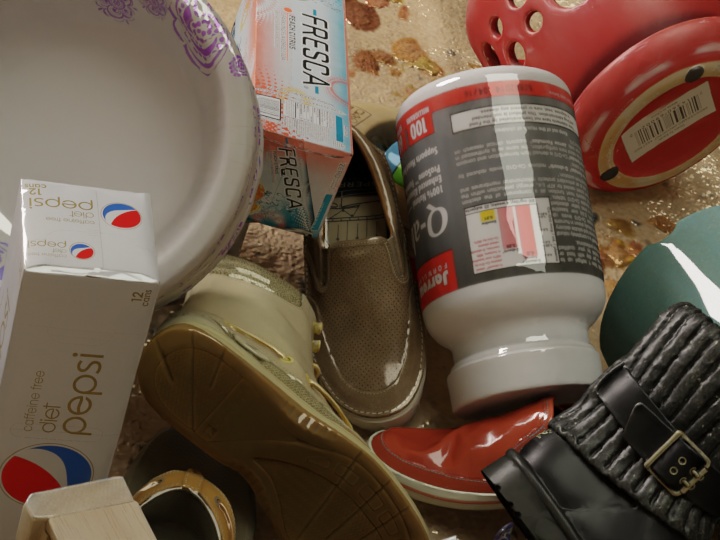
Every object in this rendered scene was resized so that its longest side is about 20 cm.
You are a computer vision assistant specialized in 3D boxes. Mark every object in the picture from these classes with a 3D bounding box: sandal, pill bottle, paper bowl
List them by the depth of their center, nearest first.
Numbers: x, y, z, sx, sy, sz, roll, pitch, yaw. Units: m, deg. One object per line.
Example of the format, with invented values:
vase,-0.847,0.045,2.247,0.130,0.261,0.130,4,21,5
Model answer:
sandal,-0.100,0.142,0.774,0.080,0.054,0.200,24,32,1
paper bowl,-0.152,-0.070,0.816,0.200,0.201,0.104,25,-3,4
pill bottle,0.090,-0.015,0.936,0.115,0.116,0.201,1,72,-26

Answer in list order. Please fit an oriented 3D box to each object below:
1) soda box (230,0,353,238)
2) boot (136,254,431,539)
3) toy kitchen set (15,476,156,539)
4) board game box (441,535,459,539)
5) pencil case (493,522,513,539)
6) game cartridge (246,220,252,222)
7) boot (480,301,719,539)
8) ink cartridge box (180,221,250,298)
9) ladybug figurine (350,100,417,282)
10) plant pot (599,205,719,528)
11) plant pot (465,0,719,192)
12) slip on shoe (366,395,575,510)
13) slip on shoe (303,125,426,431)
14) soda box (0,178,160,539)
soda box,-0.046,-0.112,0.933,0.063,0.069,0.201,15,39,-14
boot,-0.035,0.082,0.863,0.200,0.073,0.156,42,15,-11
toy kitchen set,-0.203,0.158,0.603,0.199,0.181,0.163,-7,45,-33
board game box,0.026,0.234,0.689,0.126,0.035,0.201,-15,60,-17
pencil case,0.106,0.227,0.756,0.088,0.089,0.200,-10,49,-35
game cartridge,-0.132,-0.088,0.944,0.199,0.041,0.133,9,35,-18
boot,0.183,0.139,0.806,0.158,0.079,0.212,-36,85,-5
ink cartridge box,-0.152,-0.038,0.960,0.199,0.068,0.117,-11,49,-34
ladybug figurine,0.038,-0.048,1.062,0.200,0.072,0.136,34,40,14
plant pot,0.264,0.071,0.949,0.199,0.201,0.196,-5,36,-31
plant pot,0.209,-0.176,1.210,0.200,0.201,0.183,-6,54,-32
slip on shoe,0.101,0.103,0.886,0.199,0.062,0.074,0,20,7
slip on shoe,0.000,0.000,0.944,0.076,0.061,0.201,-4,64,4
soda box,-0.150,0.055,0.737,0.063,0.201,0.068,5,40,-19
